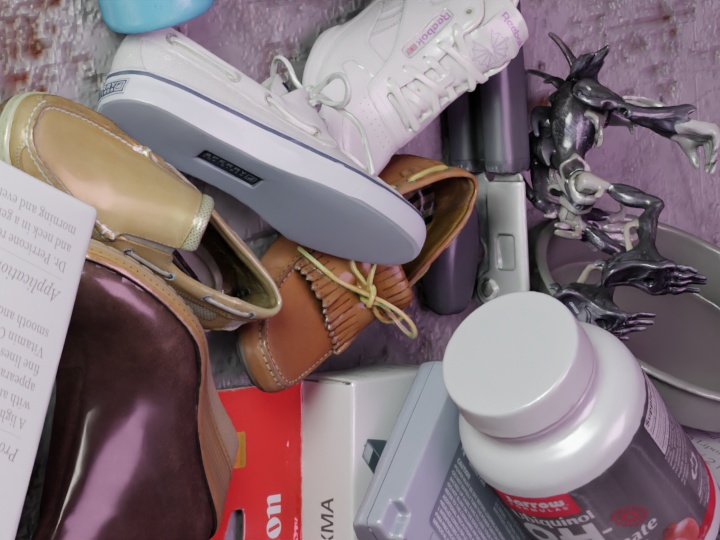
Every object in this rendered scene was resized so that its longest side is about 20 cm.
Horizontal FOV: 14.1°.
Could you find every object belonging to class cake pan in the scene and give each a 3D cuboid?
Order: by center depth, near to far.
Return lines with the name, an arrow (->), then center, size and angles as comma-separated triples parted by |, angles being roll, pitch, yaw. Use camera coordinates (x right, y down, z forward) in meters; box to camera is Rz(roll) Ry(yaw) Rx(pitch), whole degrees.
cake pan -> 0.195, 0.034, 1.827 | 0.200, 0.200, 0.037 | -16, 138, -51

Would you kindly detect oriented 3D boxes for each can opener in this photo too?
can opener -> 0.072, -0.073, 1.751 | 0.066, 0.053, 0.200 | -6, 97, -51

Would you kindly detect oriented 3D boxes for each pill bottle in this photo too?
pill bottle -> 0.123, 0.098, 1.661 | 0.200, 0.111, 0.111 | 52, 53, -46

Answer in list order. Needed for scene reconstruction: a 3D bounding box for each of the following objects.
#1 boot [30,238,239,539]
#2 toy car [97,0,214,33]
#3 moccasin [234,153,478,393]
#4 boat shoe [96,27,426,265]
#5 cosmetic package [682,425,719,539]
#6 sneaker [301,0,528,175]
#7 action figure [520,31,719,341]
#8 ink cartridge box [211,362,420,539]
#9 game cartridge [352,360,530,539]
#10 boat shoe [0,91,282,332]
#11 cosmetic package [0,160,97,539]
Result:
boot -> -0.134, 0.099, 1.478 | 0.166, 0.072, 0.200 | -62, 140, -32
toy car -> -0.043, -0.230, 1.470 | 0.177, 0.200, 0.185 | -35, 120, -46
moccasin -> 0.000, 0.002, 1.640 | 0.201, 0.078, 0.074 | -39, 118, -44
boat shoe -> -0.044, -0.078, 1.560 | 0.202, 0.075, 0.086 | 26, 61, -22
cosmetic package -> 0.244, 0.175, 1.854 | 0.200, 0.165, 0.165 | -17, 128, -51
sneaker -> 0.034, -0.125, 1.661 | 0.200, 0.100, 0.075 | -60, 137, -28
action figure -> 0.154, -0.053, 1.773 | 0.102, 0.119, 0.200 | 13, 48, -25
ink cartridge box -> -0.019, 0.160, 1.657 | 0.176, 0.045, 0.200 | -5, 97, -53
game cartridge -> 0.065, 0.150, 1.708 | 0.133, 0.040, 0.200 | -62, 140, -29
boat shoe -> -0.108, -0.031, 1.501 | 0.200, 0.076, 0.072 | 38, 63, -47
cosmetic package -> -0.244, 0.038, 1.256 | 0.165, 0.165, 0.200 | 30, 68, -49
